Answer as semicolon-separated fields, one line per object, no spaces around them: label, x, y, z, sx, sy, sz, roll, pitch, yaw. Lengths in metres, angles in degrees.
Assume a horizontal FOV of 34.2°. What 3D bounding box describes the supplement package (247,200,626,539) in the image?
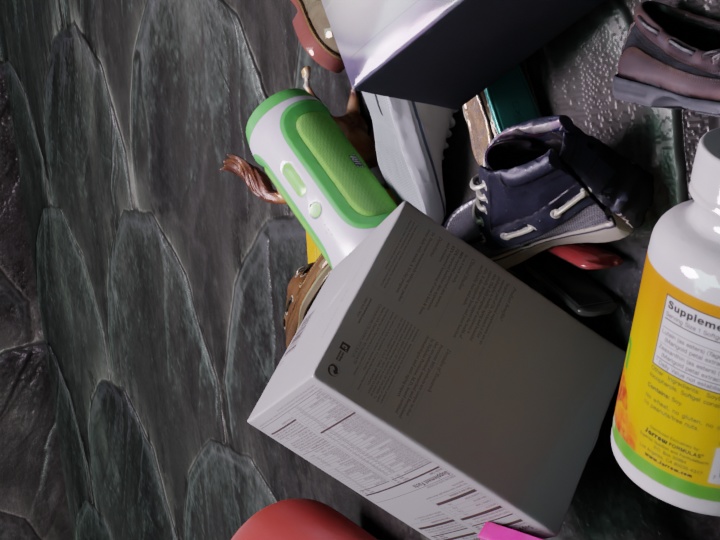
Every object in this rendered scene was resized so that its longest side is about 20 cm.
supplement package;0.054;0.087;0.850;0.152;0.199;0.151;-61;10;-28

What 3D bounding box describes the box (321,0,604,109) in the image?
box;0.066;-0.247;0.779;0.200;0.123;0.199;-34;68;37

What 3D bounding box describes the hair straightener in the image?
hair straightener;0.126;-0.003;0.900;0.200;0.041;0.077;32;127;55

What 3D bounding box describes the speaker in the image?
speaker;-0.025;-0.071;1.058;0.200;0.088;0.089;55;145;26

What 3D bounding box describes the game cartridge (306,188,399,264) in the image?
game cartridge;0.000;0.000;1.174;0.200;0.032;0.178;23;119;62

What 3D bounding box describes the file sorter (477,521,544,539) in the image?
file sorter;0.149;0.280;0.748;0.200;0.126;0.139;44;161;-19

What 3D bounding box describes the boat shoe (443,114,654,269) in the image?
boat shoe;0.105;-0.057;0.829;0.199;0.093;0.075;-17;46;52

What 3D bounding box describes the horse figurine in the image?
horse figurine;-0.049;-0.125;1.164;0.200;0.050;0.133;-34;69;31

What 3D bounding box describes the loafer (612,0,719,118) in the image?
loafer;0.211;-0.119;0.659;0.200;0.071;0.063;-152;61;-62

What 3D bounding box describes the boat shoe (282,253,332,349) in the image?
boat shoe;-0.044;0.024;1.161;0.068;0.072;0.200;63;149;28

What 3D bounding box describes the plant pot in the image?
plant pot;-0.027;0.349;1.193;0.177;0.199;0.202;6;104;54

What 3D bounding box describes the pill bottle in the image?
pill bottle;0.211;0.027;0.658;0.111;0.110;0.201;44;136;51

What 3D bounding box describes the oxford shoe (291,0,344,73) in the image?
oxford shoe;-0.035;-0.283;1.131;0.075;0.070;0.201;-42;56;30

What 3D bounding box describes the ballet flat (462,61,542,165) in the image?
ballet flat;0.090;-0.167;0.895;0.067;0.068;0.201;159;102;-71

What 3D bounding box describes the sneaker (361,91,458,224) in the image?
sneaker;0.052;-0.121;0.988;0.073;0.071;0.201;43;157;45
